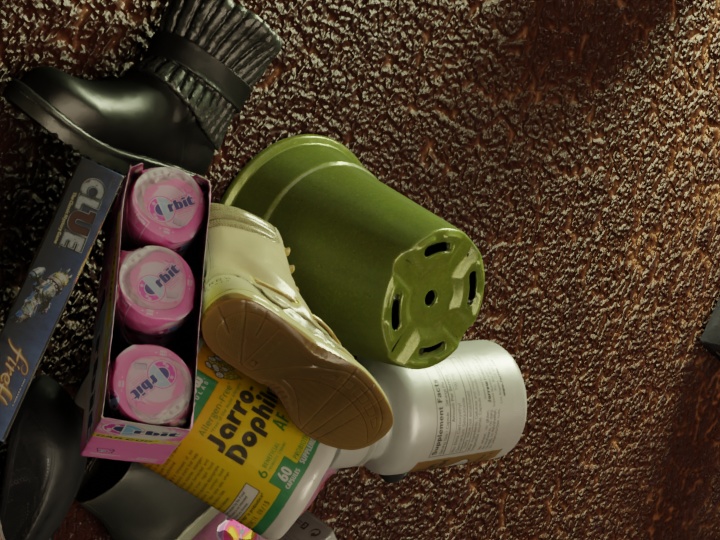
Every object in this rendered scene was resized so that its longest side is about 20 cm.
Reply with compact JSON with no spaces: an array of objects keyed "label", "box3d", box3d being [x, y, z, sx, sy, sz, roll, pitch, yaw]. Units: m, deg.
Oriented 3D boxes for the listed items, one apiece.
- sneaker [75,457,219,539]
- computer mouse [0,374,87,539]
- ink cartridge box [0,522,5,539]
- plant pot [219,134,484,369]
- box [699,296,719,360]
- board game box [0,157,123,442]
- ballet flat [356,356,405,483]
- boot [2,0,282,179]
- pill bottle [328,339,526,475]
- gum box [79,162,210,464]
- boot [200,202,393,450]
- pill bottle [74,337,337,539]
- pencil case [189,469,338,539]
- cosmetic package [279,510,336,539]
[{"label":"sneaker","box3d":[-0.150,0.156,1.162,0.200,0.075,0.106,-50,133,-17]},{"label":"computer mouse","box3d":[-0.248,0.183,1.052,0.139,0.052,0.201,-55,155,-85]},{"label":"ink cartridge box","box3d":[-0.318,0.114,0.921,0.086,0.146,0.201,-20,121,-16]},{"label":"plant pot","box3d":[0.000,0.000,1.164,0.199,0.190,0.201,-18,118,-37]},{"label":"box","box3d":[0.559,0.044,1.761,0.115,0.132,0.201,31,84,-47]},{"label":"board game box","box3d":[-0.233,0.019,0.981,0.034,0.135,0.201,25,84,-12]},{"label":"ballet flat","box3d":[0.020,0.113,1.315,0.073,0.073,0.201,-1,100,-44]},{"label":"boot","box3d":[-0.162,-0.154,1.022,0.211,0.079,0.158,22,97,-57]},{"label":"pill bottle","box3d":[0.044,0.127,1.224,0.199,0.114,0.115,-3,108,-34]},{"label":"gum box","box3d":[-0.157,0.030,0.988,0.066,0.114,0.201,8,67,-16]},{"label":"boot","box3d":[-0.057,0.043,1.064,0.073,0.156,0.200,-41,124,14]},{"label":"pill bottle","box3d":[-0.126,0.123,1.089,0.200,0.113,0.113,32,81,-5]},{"label":"pencil case","box3d":[-0.110,0.223,1.226,0.200,0.087,0.088,-48,133,-19]},{"label":"cosmetic package","box3d":[-0.104,0.329,1.278,0.200,0.074,0.102,-36,128,-26]}]
